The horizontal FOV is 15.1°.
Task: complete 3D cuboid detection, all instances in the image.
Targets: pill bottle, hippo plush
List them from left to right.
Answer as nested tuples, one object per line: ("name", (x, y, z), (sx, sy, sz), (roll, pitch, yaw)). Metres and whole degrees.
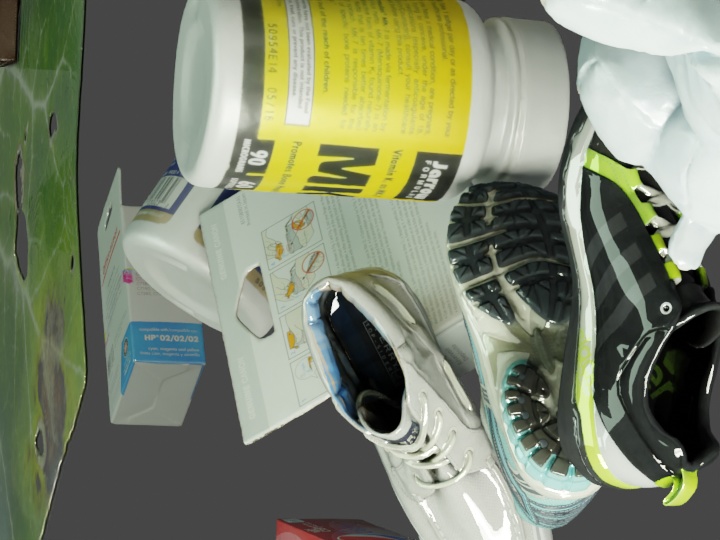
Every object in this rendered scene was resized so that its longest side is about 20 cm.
("pill bottle", (-0.054, -0.066, 1.720), (0.200, 0.111, 0.111), (-56, 8, -17))
("pill bottle", (0.005, -0.096, 1.470), (0.114, 0.199, 0.115), (-177, 90, -75))
("hippo plush", (0.167, -0.092, 1.079), (0.200, 0.159, 0.161), (41, 165, 16))

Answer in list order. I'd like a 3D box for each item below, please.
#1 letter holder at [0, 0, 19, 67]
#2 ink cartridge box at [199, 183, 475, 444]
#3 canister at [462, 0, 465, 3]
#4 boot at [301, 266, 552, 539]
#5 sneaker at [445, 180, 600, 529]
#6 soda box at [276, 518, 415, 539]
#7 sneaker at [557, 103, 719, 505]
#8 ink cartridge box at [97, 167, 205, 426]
("letter holder", (-0.514, -0.369, 3.479), (0.101, 0.141, 0.201), (-179, 92, -74))
("ink cartridge box", (0.000, 0.000, 1.568), (0.173, 0.044, 0.200), (-32, 42, 16))
("canister", (0.029, -0.231, 1.622), (0.149, 0.086, 0.201), (-104, 22, -47))
("boot", (0.029, 0.091, 1.429), (0.200, 0.073, 0.096), (59, -164, 9))
("sneaker", (0.081, 0.044, 1.412), (0.086, 0.077, 0.201), (105, 161, -51))
("soda box", (-0.002, 0.200, 1.707), (0.200, 0.063, 0.070), (-179, 91, -75))
("sneaker", (0.143, 0.008, 1.252), (0.083, 0.071, 0.201), (-4, 84, 50))
("ink cartridge box", (-0.185, 0.022, 2.379), (0.115, 0.068, 0.201), (116, 151, -55))
